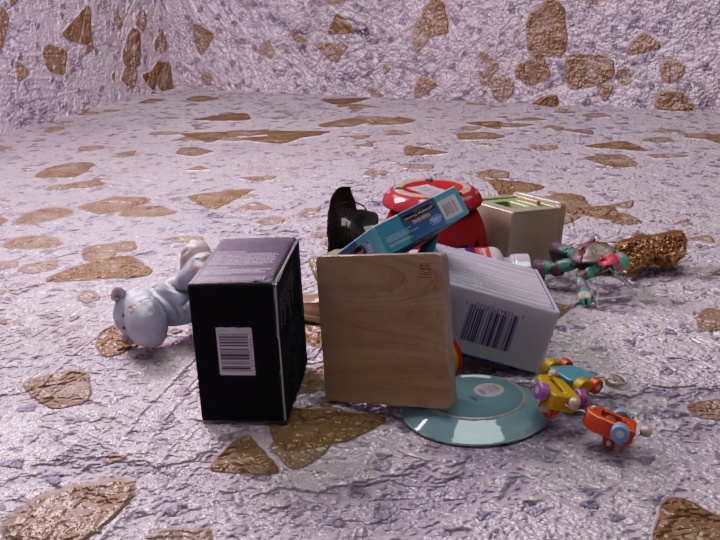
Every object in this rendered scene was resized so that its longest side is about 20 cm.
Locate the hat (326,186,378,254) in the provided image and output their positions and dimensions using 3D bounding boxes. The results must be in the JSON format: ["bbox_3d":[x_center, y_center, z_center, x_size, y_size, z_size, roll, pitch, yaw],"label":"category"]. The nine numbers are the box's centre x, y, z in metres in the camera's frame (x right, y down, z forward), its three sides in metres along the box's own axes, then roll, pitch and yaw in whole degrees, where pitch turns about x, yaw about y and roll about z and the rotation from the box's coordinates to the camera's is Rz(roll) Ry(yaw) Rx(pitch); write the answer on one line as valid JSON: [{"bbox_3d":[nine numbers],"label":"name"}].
[{"bbox_3d":[-0.004,-0.056,1.846,0.080,0.202,0.201,7,20,13],"label":"hat"}]

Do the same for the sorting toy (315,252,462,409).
[{"bbox_3d":[0.045,0.075,1.394,0.199,0.200,0.069,-1,6,35],"label":"sorting toy"}]

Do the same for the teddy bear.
[{"bbox_3d":[0.497,-0.027,1.903,0.199,0.067,0.145,-10,10,-4],"label":"teddy bear"}]

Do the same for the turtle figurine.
[{"bbox_3d":[0.399,-0.005,1.790,0.149,0.101,0.199,-19,19,-40],"label":"turtle figurine"}]

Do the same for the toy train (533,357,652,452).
[{"bbox_3d":[0.291,0.176,1.335,0.149,0.056,0.200,20,16,7],"label":"toy train"}]

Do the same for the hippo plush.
[{"bbox_3d":[-0.309,0.039,1.630,0.160,0.160,0.200,-10,21,-24],"label":"hippo plush"}]

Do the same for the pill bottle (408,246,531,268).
[{"bbox_3d":[0.179,0.017,1.711,0.199,0.112,0.112,-3,19,0],"label":"pill bottle"}]

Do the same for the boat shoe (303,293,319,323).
[{"bbox_3d":[-0.030,0.048,1.719,0.199,0.065,0.071,3,20,13],"label":"boat shoe"}]

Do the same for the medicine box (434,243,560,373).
[{"bbox_3d":[0.182,0.050,1.558,0.181,0.104,0.200,15,17,-5],"label":"medicine box"}]

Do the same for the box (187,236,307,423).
[{"bbox_3d":[-0.149,0.077,1.435,0.123,0.201,0.197,0,18,8],"label":"box"}]

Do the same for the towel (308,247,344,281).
[{"bbox_3d":[0.000,0.000,1.678,0.148,0.037,0.200,-19,22,-12],"label":"towel"}]

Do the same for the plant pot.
[{"bbox_3d":[0.132,-0.062,1.849,0.199,0.184,0.201,0,18,0],"label":"plant pot"}]

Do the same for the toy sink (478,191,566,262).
[{"bbox_3d":[0.305,-0.083,1.954,0.199,0.113,0.130,-6,18,-36],"label":"toy sink"}]

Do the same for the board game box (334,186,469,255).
[{"bbox_3d":[0.048,-0.046,1.532,0.150,0.047,0.200,-27,-3,-27],"label":"board game box"}]

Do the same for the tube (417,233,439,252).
[{"bbox_3d":[0.064,0.038,1.548,0.050,0.201,0.077,33,-21,-14],"label":"tube"}]

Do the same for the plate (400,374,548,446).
[{"bbox_3d":[0.152,0.177,1.384,0.199,0.026,0.200,-3,18,1],"label":"plate"}]
